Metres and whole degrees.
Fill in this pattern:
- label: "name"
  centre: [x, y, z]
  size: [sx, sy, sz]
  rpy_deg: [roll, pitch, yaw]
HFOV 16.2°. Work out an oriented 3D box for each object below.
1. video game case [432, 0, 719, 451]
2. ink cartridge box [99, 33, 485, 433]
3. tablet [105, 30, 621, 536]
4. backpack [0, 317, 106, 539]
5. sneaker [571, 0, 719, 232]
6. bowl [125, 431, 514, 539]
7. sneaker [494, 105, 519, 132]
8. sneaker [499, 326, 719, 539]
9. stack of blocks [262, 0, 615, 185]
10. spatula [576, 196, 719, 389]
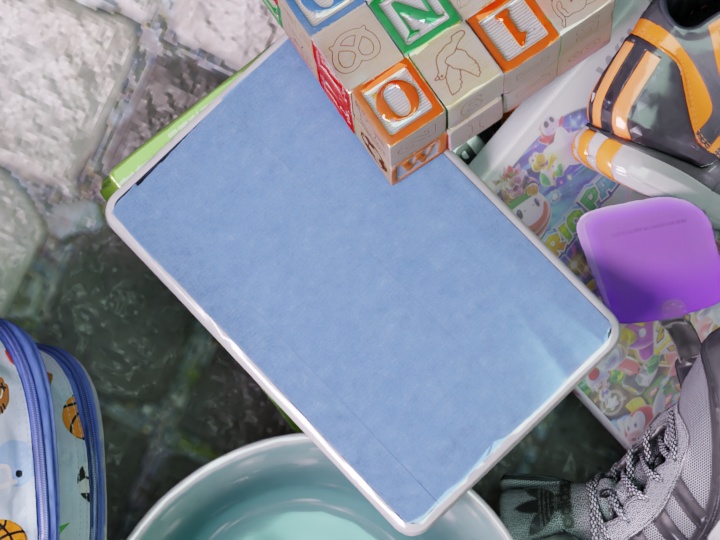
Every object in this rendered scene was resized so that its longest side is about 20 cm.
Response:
- label: "video game case"
  centre: [0.131, -0.012, 1.164]
  size: [0.143, 0.018, 0.200]
  rpy_deg: [-49, 125, -7]
- label: "ink cartridge box"
  centre: [0.000, -0.007, 1.158]
  size: [0.148, 0.076, 0.200]
  rpy_deg: [-39, 94, -8]
- label: "tablet"
  centre: [0.000, 0.000, 1.085]
  size: [0.130, 0.014, 0.200]
  rpy_deg: [-43, 79, -5]
- label: "backpack"
  centre: [-0.189, 0.100, 1.066]
  size: [0.153, 0.190, 0.201]
  rpy_deg: [-7, 90, -26]
- label: "sneaker"
  centre: [0.193, -0.063, 1.127]
  size: [0.199, 0.077, 0.113]
  rpy_deg: [23, 95, -35]
- label: "bowl"
  centre: [-0.022, 0.166, 1.131]
  size: [0.199, 0.105, 0.202]
  rpy_deg: [0, 93, -6]
- label: "sneaker"
  centre: [0.040, -0.147, 1.169]
  size: [0.111, 0.078, 0.201]
  rpy_deg: [-3, 88, 1]
- label: "sneaker"
  centre: [0.121, 0.101, 1.140]
  size: [0.113, 0.076, 0.201]
  rpy_deg: [5, 130, -2]
- label: "stack of blocks"
  centre: [0.063, -0.142, 1.078]
  size: [0.199, 0.059, 0.115]
  rpy_deg: [-34, 77, -6]
- label: "spatula"
  centre: [0.147, 0.035, 1.142]
  size: [0.056, 0.200, 0.021]
  rpy_deg: [-12, 51, 13]
